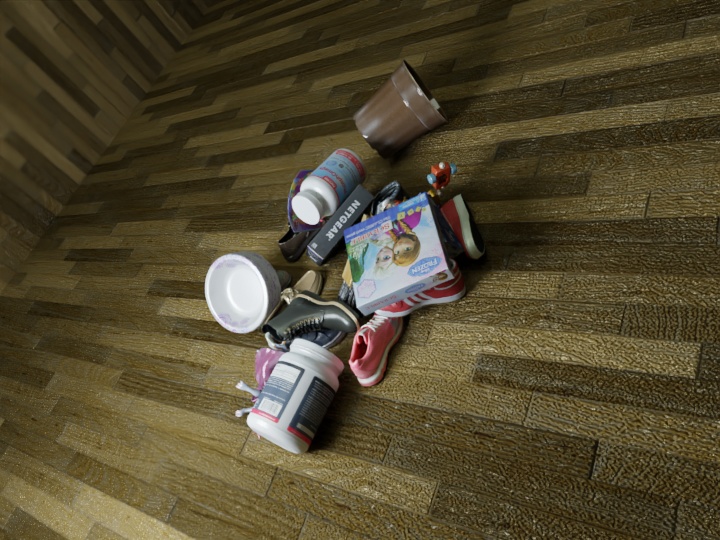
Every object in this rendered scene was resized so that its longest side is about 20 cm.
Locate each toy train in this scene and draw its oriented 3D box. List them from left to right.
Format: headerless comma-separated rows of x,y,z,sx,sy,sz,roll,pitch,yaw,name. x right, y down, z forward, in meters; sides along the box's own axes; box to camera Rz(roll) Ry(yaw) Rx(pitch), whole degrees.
0.126,-0.179,1.412,0.199,0.151,0.056,-29,58,-9,toy train

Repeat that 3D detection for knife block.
0.000,0.000,1.381,0.176,0.063,0.202,-45,36,52,knife block

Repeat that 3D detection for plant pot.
0.099,-0.420,1.643,0.198,0.200,0.201,-36,40,20,plant pot

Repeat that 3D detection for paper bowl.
-0.289,0.051,1.558,0.199,0.104,0.203,5,100,26,paper bowl

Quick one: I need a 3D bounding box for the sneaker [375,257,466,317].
0.112,0.028,1.254,0.198,0.113,0.072,-16,49,6,sneaker

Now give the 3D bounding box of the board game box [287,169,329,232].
-0.111,-0.180,1.590,0.039,0.199,0.160,13,105,29,board game box

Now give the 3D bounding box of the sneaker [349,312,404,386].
0.032,0.136,1.281,0.073,0.087,0.202,-2,54,36,sneaker

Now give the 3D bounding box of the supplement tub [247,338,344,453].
-0.131,0.259,1.264,0.139,0.140,0.201,7,60,42,supplement tub

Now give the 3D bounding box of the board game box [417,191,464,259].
0.108,-0.045,1.342,0.200,0.061,0.201,-50,40,24,board game box

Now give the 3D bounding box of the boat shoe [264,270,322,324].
-0.164,0.076,1.507,0.071,0.065,0.201,11,64,44,boat shoe

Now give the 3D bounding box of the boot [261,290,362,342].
-0.105,0.124,1.327,0.199,0.078,0.138,12,39,43,boot

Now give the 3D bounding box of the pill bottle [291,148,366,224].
-0.078,-0.206,1.509,0.108,0.109,0.200,4,42,41,pill bottle

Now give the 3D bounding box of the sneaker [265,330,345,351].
-0.130,0.147,1.411,0.198,0.080,0.079,-21,43,22,sneaker

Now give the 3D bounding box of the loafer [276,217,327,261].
-0.156,-0.122,1.669,0.073,0.071,0.201,11,63,43,loafer

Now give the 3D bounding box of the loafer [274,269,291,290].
-0.280,0.037,1.637,0.198,0.063,0.072,-16,46,28,loafer

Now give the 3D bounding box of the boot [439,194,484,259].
0.189,-0.069,1.350,0.143,0.073,0.201,-30,35,16,boot

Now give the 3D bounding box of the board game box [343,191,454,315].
0.071,-0.036,1.233,0.198,0.041,0.201,-25,52,17,board game box

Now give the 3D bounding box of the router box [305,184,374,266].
-0.054,-0.109,1.525,0.200,0.052,0.157,-51,1,-10,router box

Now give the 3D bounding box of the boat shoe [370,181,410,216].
0.045,-0.122,1.491,0.201,0.091,0.071,-51,41,-10,boat shoe

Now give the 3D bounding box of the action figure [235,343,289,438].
-0.204,0.275,1.371,0.147,0.134,0.202,8,65,-8,action figure
